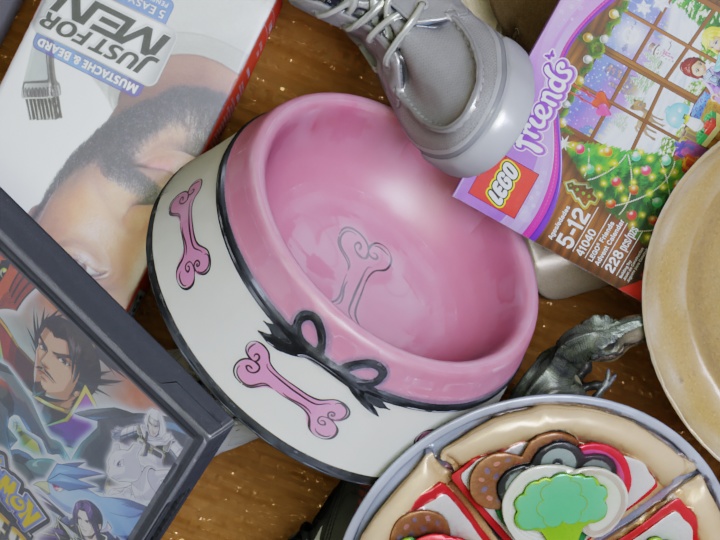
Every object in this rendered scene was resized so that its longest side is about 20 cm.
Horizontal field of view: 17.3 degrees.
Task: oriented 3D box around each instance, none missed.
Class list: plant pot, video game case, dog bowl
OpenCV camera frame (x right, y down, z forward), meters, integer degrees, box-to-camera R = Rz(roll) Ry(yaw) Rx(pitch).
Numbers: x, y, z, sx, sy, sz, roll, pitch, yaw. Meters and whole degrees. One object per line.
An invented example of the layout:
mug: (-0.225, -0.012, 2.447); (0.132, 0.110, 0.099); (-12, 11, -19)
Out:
plant pot: (0.229, 0.016, 1.090); (0.198, 0.027, 0.202); (7, 109, 20)
video game case: (-0.171, 0.065, 1.149); (0.200, 0.025, 0.181); (43, 128, 12)
dog bowl: (0.000, 0.000, 1.142); (0.200, 0.200, 0.074); (45, 128, 1)

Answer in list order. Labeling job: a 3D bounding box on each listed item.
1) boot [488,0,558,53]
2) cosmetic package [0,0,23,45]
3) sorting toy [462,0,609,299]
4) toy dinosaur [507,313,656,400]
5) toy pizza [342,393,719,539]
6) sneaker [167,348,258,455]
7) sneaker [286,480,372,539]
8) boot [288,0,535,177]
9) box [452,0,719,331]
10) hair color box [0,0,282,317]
boot: (0.110, -0.115, 1.193); (0.075, 0.074, 0.202); (-5, 97, 28)
cosmetic package: (-0.257, -0.093, 1.198); (0.106, 0.090, 0.201); (25, 90, 3)
sorting toy: (0.152, -0.104, 1.235); (0.184, 0.036, 0.202); (-17, 92, -2)
toy dinosaur: (0.085, 0.086, 1.190); (0.047, 0.088, 0.201); (43, 113, 20)
toy pizza: (0.085, 0.153, 1.124); (0.198, 0.032, 0.202); (-3, 113, -8)
sneaker: (-0.089, 0.066, 1.192); (0.199, 0.087, 0.075); (-26, 90, -1)
sneaker: (-0.041, 0.172, 1.195); (0.097, 0.071, 0.201); (29, 88, -2)
boot: (0.011, -0.115, 1.142); (0.095, 0.200, 0.074); (29, 102, -26)
box: (0.149, -0.089, 1.118); (0.136, 0.039, 0.201); (29, 112, 1)
hair color box: (-0.130, -0.075, 1.211); (0.110, 0.064, 0.201); (25, 88, 0)
